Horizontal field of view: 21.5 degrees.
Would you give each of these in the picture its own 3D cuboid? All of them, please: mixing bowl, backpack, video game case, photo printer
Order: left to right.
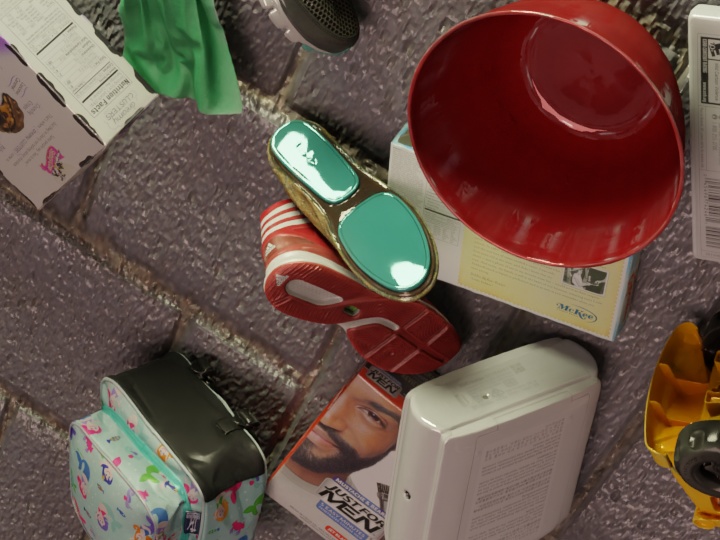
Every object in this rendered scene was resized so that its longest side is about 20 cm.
[{"bbox_3d":[-0.173,0.201,1.714,0.178,0.150,0.200,45,149,33],"label":"backpack"},{"bbox_3d":[0.102,0.160,1.517,0.069,0.166,0.201,49,146,38],"label":"photo printer"},{"bbox_3d":[0.143,-0.113,1.311,0.199,0.108,0.201,16,130,19],"label":"mixing bowl"},{"bbox_3d":[0.315,-0.081,1.294,0.181,0.024,0.201,10,128,24],"label":"video game case"}]

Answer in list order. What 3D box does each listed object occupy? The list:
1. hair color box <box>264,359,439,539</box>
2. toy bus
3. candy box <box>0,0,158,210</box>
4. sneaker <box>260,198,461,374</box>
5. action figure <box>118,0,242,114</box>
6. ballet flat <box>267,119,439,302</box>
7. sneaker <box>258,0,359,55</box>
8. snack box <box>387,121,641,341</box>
[{"bbox_3d":[0.009,0.158,1.636,0.111,0.064,0.200,38,133,1],"label":"hair color box"},{"bbox_3d":[0.330,0.135,1.391,0.199,0.136,0.192,-1,136,28],"label":"toy bus"},{"bbox_3d":[-0.281,-0.164,1.527,0.200,0.072,0.168,47,148,-9],"label":"candy box"},{"bbox_3d":[0.000,0.000,1.522,0.078,0.116,0.200,-36,134,24],"label":"sneaker"},{"bbox_3d":[-0.142,-0.221,1.435,0.118,0.055,0.201,16,135,22],"label":"action figure"},{"bbox_3d":[-0.001,-0.039,1.448,0.200,0.071,0.071,48,142,31],"label":"ballet flat"},{"bbox_3d":[-0.038,-0.245,1.344,0.091,0.078,0.200,-10,120,32],"label":"sneaker"},{"bbox_3d":[0.115,-0.030,1.442,0.199,0.037,0.116,20,133,17],"label":"snack box"}]
